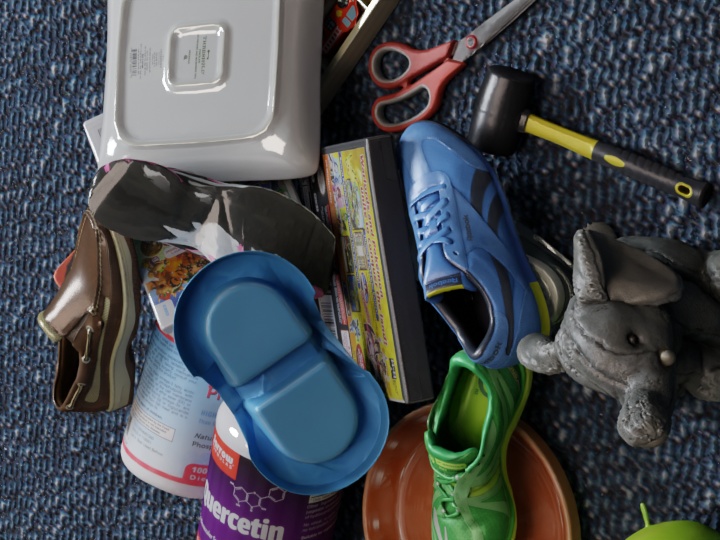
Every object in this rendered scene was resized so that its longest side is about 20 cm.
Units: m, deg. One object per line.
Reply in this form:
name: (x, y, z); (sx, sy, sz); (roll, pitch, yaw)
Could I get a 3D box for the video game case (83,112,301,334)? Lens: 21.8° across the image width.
video game case: (-0.130, -0.065, 1.525); (0.143, 0.018, 0.200); (-24, 69, 3)

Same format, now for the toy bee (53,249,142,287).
toy bee: (-0.168, -0.043, 1.601); (0.109, 0.131, 0.200); (33, 105, 5)

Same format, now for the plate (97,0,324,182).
plate: (-0.126, -0.169, 1.503); (0.200, 0.032, 0.200); (-2, 79, 23)

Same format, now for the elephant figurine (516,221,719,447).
elephant figurine: (0.176, 0.038, 1.267); (0.155, 0.200, 0.142); (-4, 92, 39)

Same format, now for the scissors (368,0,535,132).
scissors: (0.082, -0.165, 1.447); (0.200, 0.014, 0.073); (-18, 81, 38)

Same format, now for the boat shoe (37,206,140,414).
boat shoe: (-0.226, 0.038, 1.533); (0.075, 0.075, 0.202); (-130, 36, -49)

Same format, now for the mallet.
mallet: (0.169, -0.100, 1.369); (0.200, 0.041, 0.066); (18, 109, 32)

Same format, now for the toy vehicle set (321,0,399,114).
toy vehicle set: (-0.036, -0.226, 1.524); (0.124, 0.027, 0.200); (50, 122, 24)

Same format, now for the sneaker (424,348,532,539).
sneaker: (0.075, 0.144, 1.396); (0.074, 0.084, 0.200); (13, 103, 37)

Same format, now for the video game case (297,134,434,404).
video game case: (0.000, 0.000, 1.456); (0.181, 0.025, 0.200); (179, 81, -71)

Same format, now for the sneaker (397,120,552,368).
sneaker: (0.069, -0.022, 1.348); (0.066, 0.078, 0.200); (-36, 70, 37)

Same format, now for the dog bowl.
dog bowl: (-0.062, 0.075, 1.414); (0.111, 0.050, 0.200); (-35, 100, -4)

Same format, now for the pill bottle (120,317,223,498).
pill bottle: (-0.128, 0.083, 1.578); (0.109, 0.109, 0.200); (30, 113, 33)

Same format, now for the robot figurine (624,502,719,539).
robot figurine: (0.241, 0.259, 1.292); (0.200, 0.116, 0.176); (50, 130, 24)

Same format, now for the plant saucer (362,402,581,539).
plant saucer: (0.088, 0.200, 1.465); (0.200, 0.032, 0.200); (4, 97, 38)

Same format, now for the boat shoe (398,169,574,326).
boat shoe: (0.086, -0.019, 1.425); (0.200, 0.062, 0.073); (33, 118, 31)

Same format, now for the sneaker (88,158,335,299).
sneaker: (-0.110, -0.042, 1.465); (0.200, 0.086, 0.080); (25, 96, -4)

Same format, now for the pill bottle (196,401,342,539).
pill bottle: (-0.070, 0.170, 1.521); (0.112, 0.112, 0.200); (28, 120, 34)
